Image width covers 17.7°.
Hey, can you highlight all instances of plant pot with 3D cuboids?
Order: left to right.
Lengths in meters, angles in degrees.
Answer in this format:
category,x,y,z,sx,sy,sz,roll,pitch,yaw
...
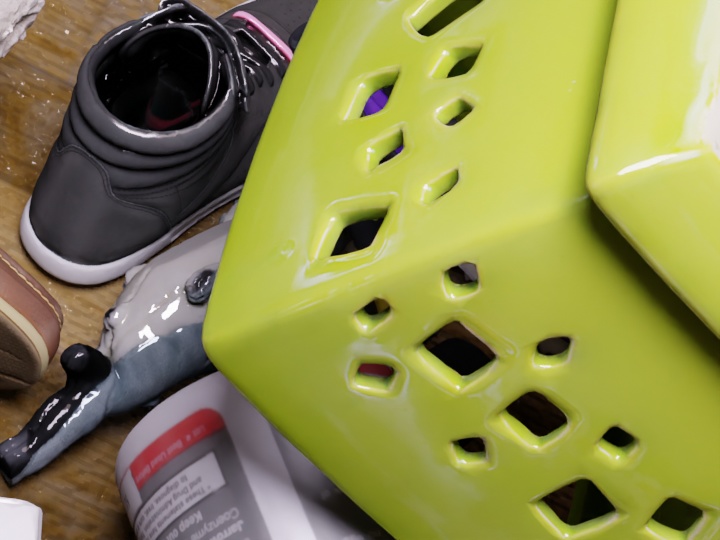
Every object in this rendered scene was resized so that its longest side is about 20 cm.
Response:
category,x,y,z,sx,sy,sz,roll,pitch,yaw
plant pot,0.093,-0.013,0.787,0.200,0.181,0.200,44,42,-28

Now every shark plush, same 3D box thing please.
category,x,y,z,sx,sy,sz,roll,pitch,yaw
shark plush,-0.051,0.030,0.916,0.200,0.091,0.084,-33,106,-41

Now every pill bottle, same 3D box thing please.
category,x,y,z,sx,sy,sz,roll,pitch,yaw
pill bottle,-0.004,0.137,0.832,0.113,0.114,0.201,-11,64,-29

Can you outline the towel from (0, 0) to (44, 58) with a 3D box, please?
category,x,y,z,sx,sy,sz,roll,pitch,yaw
towel,-0.219,-0.079,0.853,0.132,0.035,0.200,30,43,8

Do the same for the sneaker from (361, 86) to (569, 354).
category,x,y,z,sx,sy,sz,roll,pitch,yaw
sneaker,0.082,-0.035,0.990,0.200,0.100,0.070,38,51,-1

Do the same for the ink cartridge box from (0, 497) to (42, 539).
category,x,y,z,sx,sy,sz,roll,pitch,yaw
ink cartridge box,-0.153,0.187,0.712,0.085,0.147,0.201,7,56,-18

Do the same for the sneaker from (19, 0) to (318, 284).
category,x,y,z,sx,sy,sz,roll,pitch,yaw
sneaker,-0.057,-0.080,0.961,0.071,0.099,0.200,40,50,7

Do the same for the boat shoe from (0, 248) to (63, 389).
category,x,y,z,sx,sy,sz,roll,pitch,yaw
boat shoe,-0.191,-0.032,0.886,0.200,0.072,0.068,35,53,4

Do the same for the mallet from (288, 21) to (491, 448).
category,x,y,z,sx,sy,sz,roll,pitch,yaw
mallet,0.000,0.000,0.898,0.041,0.201,0.066,17,52,44
